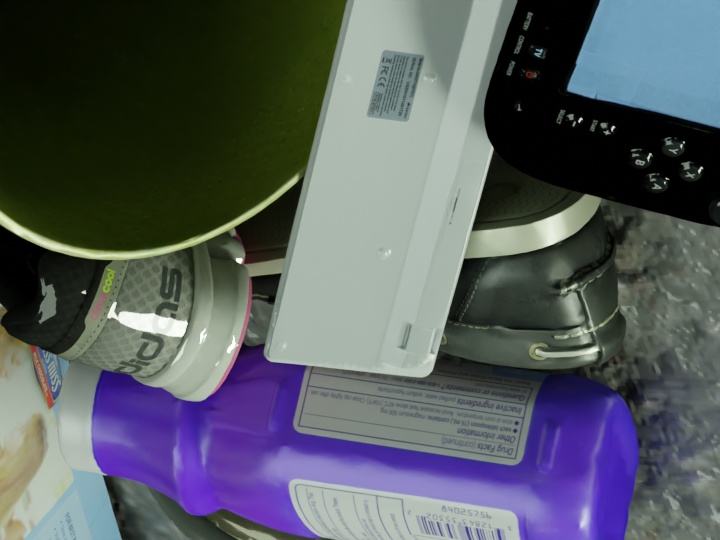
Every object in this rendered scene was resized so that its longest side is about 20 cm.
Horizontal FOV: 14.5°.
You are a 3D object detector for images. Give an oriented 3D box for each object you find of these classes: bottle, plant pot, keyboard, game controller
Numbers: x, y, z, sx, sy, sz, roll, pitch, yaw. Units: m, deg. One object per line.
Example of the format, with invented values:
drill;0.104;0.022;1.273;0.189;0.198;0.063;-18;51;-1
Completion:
bottle;-0.006;0.060;0.983;0.199;0.066;0.084;7;163;18
plant pot;-0.110;-0.128;0.869;0.200;0.187;0.188;32;146;43
keyboard;0.018;-0.055;0.853;0.056;0.011;0.201;9;117;-10
game controller;0.101;-0.084;0.784;0.104;0.042;0.201;7;141;-9

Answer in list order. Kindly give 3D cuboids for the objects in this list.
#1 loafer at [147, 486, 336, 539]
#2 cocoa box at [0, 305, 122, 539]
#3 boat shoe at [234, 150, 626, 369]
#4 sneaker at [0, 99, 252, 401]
loafer;0.004;0.091;1.061;0.199;0.075;0.070;30;110;20
cocoa box;-0.202;0.070;1.167;0.131;0.133;0.201;17;137;30
boat shoe;0.000;0.000;0.959;0.199;0.072;0.068;3;128;38
sneaker;-0.107;-0.043;0.946;0.074;0.087;0.201;-50;50;30
